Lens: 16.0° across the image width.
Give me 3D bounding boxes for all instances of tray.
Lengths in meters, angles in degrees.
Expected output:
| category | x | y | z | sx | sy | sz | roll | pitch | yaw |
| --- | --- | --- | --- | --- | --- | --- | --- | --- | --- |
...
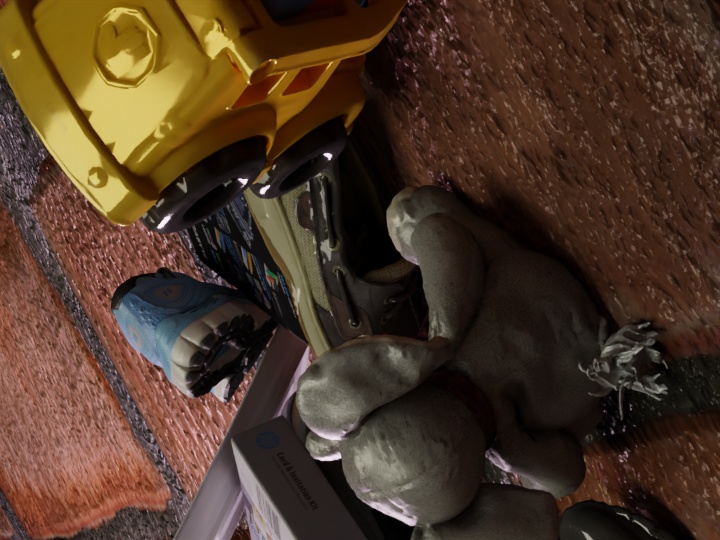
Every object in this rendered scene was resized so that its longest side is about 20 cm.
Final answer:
| category | x | y | z | sx | sy | sz | roll | pitch | yaw |
| --- | --- | --- | --- | --- | --- | --- | --- | --- | --- |
| tray | -0.075 | 0.121 | 1.634 | 0.022 | 0.201 | 0.108 | 22 | 153 | 7 |

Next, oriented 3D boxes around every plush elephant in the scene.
| category | x | y | z | sx | sy | sz | roll | pitch | yaw |
| --- | --- | --- | --- | --- | --- | --- | --- | --- | --- |
| plush elephant | 0.042 | 0.067 | 1.249 | 0.165 | 0.154 | 0.200 | 65 | 162 | -16 |

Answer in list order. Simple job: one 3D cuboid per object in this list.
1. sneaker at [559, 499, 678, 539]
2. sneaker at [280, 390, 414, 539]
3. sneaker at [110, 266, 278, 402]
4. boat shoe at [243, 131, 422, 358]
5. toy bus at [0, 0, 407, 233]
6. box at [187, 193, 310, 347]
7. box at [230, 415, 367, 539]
| category | x | y | z | sx | sy | sz | roll | pitch | yaw |
| --- | --- | --- | --- | --- | --- | --- | --- | --- | --- |
| sneaker | 0.151 | 0.208 | 1.283 | 0.201 | 0.090 | 0.076 | 57 | 163 | 14 |
| sneaker | 0.016 | 0.146 | 1.581 | 0.201 | 0.074 | 0.079 | 55 | 156 | 16 |
| sneaker | -0.105 | 0.027 | 1.620 | 0.090 | 0.079 | 0.200 | 34 | 180 | 10 |
| boat shoe | 0.000 | -0.001 | 1.402 | 0.066 | 0.072 | 0.201 | -6 | 127 | 32 |
| toy bus | -0.047 | -0.130 | 1.227 | 0.192 | 0.200 | 0.136 | -42 | 78 | 33 |
| box | -0.065 | -0.062 | 1.512 | 0.198 | 0.050 | 0.201 | 32 | 147 | 54 |
| box | -0.020 | 0.211 | 1.580 | 0.156 | 0.041 | 0.201 | 53 | 159 | 41 |
